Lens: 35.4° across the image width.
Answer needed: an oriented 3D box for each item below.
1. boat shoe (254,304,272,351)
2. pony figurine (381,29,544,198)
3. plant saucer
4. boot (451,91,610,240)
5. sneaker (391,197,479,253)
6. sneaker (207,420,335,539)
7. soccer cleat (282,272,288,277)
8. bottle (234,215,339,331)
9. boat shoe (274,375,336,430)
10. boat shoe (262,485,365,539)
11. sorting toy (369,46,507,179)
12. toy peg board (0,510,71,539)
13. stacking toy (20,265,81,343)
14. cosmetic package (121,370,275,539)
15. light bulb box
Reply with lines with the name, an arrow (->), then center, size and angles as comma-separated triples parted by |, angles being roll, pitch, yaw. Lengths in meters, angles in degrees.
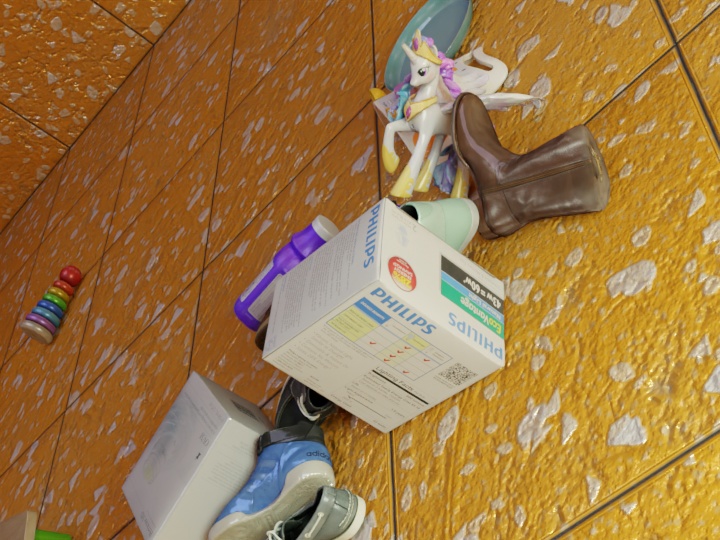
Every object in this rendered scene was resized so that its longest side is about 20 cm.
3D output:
boat shoe -> -0.085, 0.041, 1.633 | 0.200, 0.071, 0.068 | -43, 31, 33
pony figurine -> 0.113, -0.195, 1.440 | 0.166, 0.190, 0.204 | 26, 110, 52
plant saucer -> 0.112, -0.361, 1.785 | 0.200, 0.027, 0.202 | -41, 31, 30
boot -> 0.195, -0.141, 1.287 | 0.199, 0.063, 0.190 | -20, 84, 56
sneaker -> 0.051, -0.004, 1.351 | 0.074, 0.117, 0.203 | 49, 124, 38
sneaker -> -0.116, 0.269, 1.425 | 0.199, 0.076, 0.112 | -41, 36, 22
soccer cleat -> -0.077, 0.092, 1.474 | 0.067, 0.080, 0.204 | 18, 111, 47
bottle -> -0.109, 0.003, 1.715 | 0.200, 0.065, 0.084 | -47, 1, 19
boat shoe -> -0.061, 0.155, 1.429 | 0.201, 0.071, 0.068 | -54, 4, 35
boat shoe -> -0.078, 0.308, 1.335 | 0.199, 0.061, 0.074 | -37, 32, 36
sorting toy -> 0.118, -0.249, 1.602 | 0.179, 0.107, 0.200 | -35, 28, 1
toy peg board -> -0.586, 0.541, 1.961 | 0.199, 0.097, 0.203 | -28, 53, 46
stacking toy -> -0.746, 0.073, 2.752 | 0.085, 0.085, 0.202 | -15, 45, 54
cosmetic package -> -0.212, 0.276, 1.541 | 0.202, 0.122, 0.199 | -59, 26, -1
light bulb box -> 0.029, 0.057, 1.273 | 0.199, 0.197, 0.126 | -34, 35, 36
